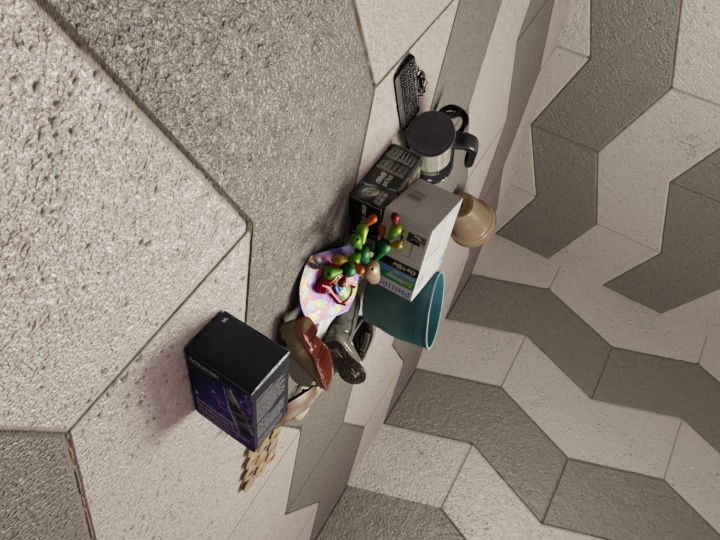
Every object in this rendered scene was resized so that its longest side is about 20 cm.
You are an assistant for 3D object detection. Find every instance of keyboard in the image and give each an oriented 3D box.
[{"bbox_3d":[0.122,-0.401,1.280,0.105,0.039,0.200,-59,164,-12],"label":"keyboard"}]

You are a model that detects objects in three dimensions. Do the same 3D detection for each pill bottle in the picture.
[{"bbox_3d":[-0.099,0.220,1.424,0.112,0.109,0.199,-67,163,14],"label":"pill bottle"}]

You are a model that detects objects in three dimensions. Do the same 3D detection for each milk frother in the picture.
[{"bbox_3d":[0.200,-0.351,1.438,0.188,0.177,0.204,60,19,-77],"label":"milk frother"}]

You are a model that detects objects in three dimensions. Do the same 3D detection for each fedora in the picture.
[{"bbox_3d":[-0.029,0.184,1.610,0.178,0.089,0.201,-57,156,-24],"label":"fedora"}]

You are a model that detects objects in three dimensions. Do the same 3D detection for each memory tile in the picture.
[{"bbox_3d":[-0.258,0.479,1.499,0.153,0.017,0.203,-43,154,-49],"label":"memory tile"}]

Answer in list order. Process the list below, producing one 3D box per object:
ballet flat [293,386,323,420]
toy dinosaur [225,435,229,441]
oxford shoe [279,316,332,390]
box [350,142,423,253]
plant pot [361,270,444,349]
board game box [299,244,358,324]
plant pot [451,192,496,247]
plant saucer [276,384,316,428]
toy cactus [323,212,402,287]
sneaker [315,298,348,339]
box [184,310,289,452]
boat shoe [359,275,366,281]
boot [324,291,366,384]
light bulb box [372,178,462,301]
[{"bbox_3d":[-0.136,0.313,1.547,0.202,0.069,0.070,-59,163,-9],"label":"ballet flat"},{"bbox_3d":[-0.231,0.272,1.240,0.202,0.058,0.101,-58,147,2],"label":"toy dinosaur"},{"bbox_3d":[-0.118,0.187,1.274,0.071,0.073,0.203,-64,141,-54],"label":"oxford shoe"},{"bbox_3d":[0.060,-0.169,1.357,0.201,0.085,0.165,-54,161,-29],"label":"box"},{"bbox_3d":[0.107,0.087,1.484,0.200,0.184,0.204,10,90,-74],"label":"plant pot"},{"bbox_3d":[-0.053,0.035,1.272,0.198,0.038,0.161,-17,114,-48],"label":"board game box"},{"bbox_3d":[0.419,-0.214,2.232,0.203,0.198,0.174,-60,146,-7],"label":"plant pot"},{"bbox_3d":[-0.177,0.326,1.297,0.198,0.037,0.200,-31,175,-3],"label":"plant saucer"},{"bbox_3d":[0.019,-0.024,1.227,0.200,0.102,0.166,-43,146,-12],"label":"toy cactus"},{"bbox_3d":[-0.109,0.101,1.326,0.201,0.072,0.085,-54,134,-18],"label":"sneaker"},{"bbox_3d":[-0.210,0.196,0.995,0.104,0.146,0.202,-47,156,-38],"label":"box"},{"bbox_3d":[0.000,0.000,1.460,0.063,0.071,0.200,-67,166,6],"label":"boat shoe"},{"bbox_3d":[-0.028,0.154,1.417,0.202,0.071,0.184,-86,156,-53],"label":"boot"},{"bbox_3d":[0.129,-0.074,1.340,0.198,0.123,0.203,-43,154,-50],"label":"light bulb box"}]
